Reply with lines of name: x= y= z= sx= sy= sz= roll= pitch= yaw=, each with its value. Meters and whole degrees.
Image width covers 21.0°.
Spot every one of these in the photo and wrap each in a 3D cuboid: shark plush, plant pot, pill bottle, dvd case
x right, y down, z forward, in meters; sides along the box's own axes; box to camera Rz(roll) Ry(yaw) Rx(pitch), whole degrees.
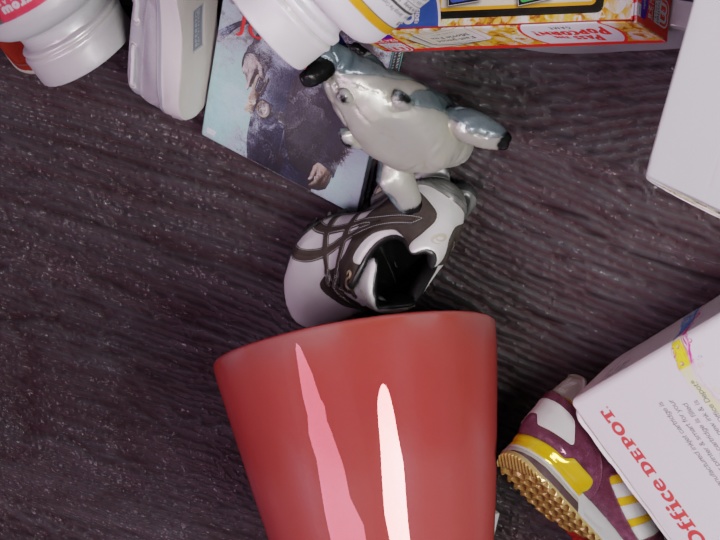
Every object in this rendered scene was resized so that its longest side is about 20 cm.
shark plush: x=0.003 y=-0.111 z=1.259 sx=0.091 sy=0.200 sz=0.083 roll=-45 pitch=41 yaw=32
plant pot: x=0.008 y=0.134 z=1.346 sx=0.200 sy=0.200 sz=0.178 roll=-17 pitch=78 yaw=40
pill bottle: x=-0.253 y=-0.237 z=1.412 sx=0.111 sy=0.111 sz=0.200 roll=-11 pitch=124 yaw=39
dvd case: x=-0.039 y=-0.153 z=1.379 sx=0.146 sy=0.022 sz=0.200 roll=29 pitch=127 yaw=20
pill bottle: x=0.017 y=-0.208 z=1.124 sx=0.200 sy=0.109 sz=0.109 roll=-38 pitch=89 yaw=11

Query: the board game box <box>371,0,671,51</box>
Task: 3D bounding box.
board game box: x=0.096 y=-0.213 z=1.182 sx=0.200 sy=0.046 sz=0.152 roll=3 pitch=82 yaw=35

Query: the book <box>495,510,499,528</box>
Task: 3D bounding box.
book: x=0.029 y=0.248 z=1.467 sx=0.134 sy=0.048 sz=0.200 roll=28 pitch=112 yaw=43

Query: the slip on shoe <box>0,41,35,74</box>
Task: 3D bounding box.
slip on shoe: x=-0.297 y=-0.239 z=1.492 sx=0.074 sy=0.061 sz=0.200 roll=-18 pitch=104 yaw=39

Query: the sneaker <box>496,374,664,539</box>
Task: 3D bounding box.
sneaker: x=0.184 y=0.160 z=1.356 sx=0.200 sy=0.090 sz=0.075 roll=48 pitch=162 yaw=-30

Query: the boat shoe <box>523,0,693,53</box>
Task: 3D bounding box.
boat shoe: x=0.140 y=-0.174 z=1.216 sx=0.200 sy=0.071 sz=0.064 roll=5 pitch=82 yaw=37

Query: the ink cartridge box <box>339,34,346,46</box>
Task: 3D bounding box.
ink cartridge box: x=-0.069 y=-0.230 z=1.280 sx=0.037 sy=0.095 sz=0.200 roll=-38 pitch=75 yaw=21

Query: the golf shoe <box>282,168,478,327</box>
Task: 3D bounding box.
golf shoe: x=0.000 y=0.000 z=1.376 sx=0.078 sy=0.095 sz=0.200 roll=30 pitch=136 yaw=-17

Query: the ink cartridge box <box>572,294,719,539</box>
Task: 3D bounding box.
ink cartridge box: x=0.260 y=0.086 z=1.251 sx=0.200 sy=0.084 sz=0.145 roll=-36 pitch=90 yaw=42

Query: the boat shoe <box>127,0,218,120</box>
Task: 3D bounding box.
boat shoe: x=-0.139 y=-0.206 z=1.397 sx=0.068 sy=0.072 sz=0.200 roll=22 pitch=135 yaw=22

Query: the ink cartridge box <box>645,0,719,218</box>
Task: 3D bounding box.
ink cartridge box: x=0.247 y=-0.128 z=1.066 sx=0.083 sy=0.200 sz=0.147 roll=26 pitch=127 yaw=22
